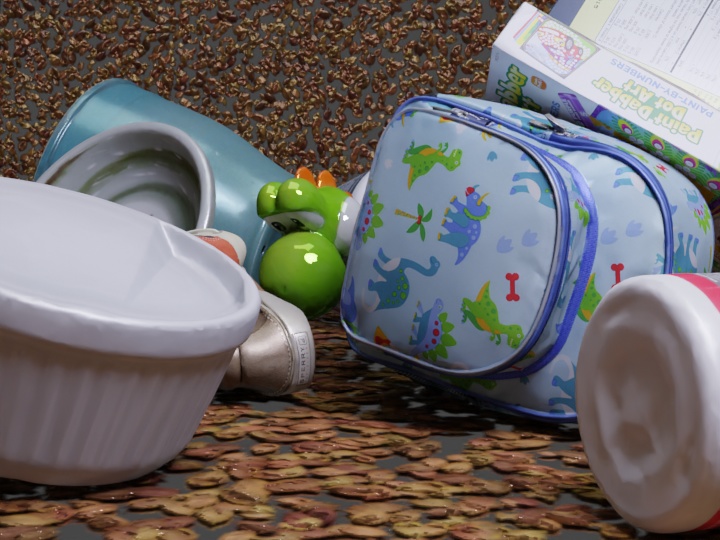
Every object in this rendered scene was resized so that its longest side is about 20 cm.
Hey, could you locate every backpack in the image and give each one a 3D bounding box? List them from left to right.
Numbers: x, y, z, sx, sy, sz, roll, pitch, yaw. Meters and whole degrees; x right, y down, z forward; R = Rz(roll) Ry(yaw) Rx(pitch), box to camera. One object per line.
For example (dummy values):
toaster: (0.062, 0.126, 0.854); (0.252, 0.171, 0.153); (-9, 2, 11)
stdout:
backpack: (0.094, -0.002, 0.770); (0.199, 0.184, 0.147); (18, 7, 29)

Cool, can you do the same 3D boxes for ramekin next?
ramekin: (-0.157, 0.028, 0.644); (0.201, 0.095, 0.202); (16, 14, -4)

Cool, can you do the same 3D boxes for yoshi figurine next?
yoshi figurine: (-0.008, 0.013, 0.923); (0.200, 0.112, 0.112); (36, 20, -42)

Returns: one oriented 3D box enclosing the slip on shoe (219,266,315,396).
slip on shoe: (-0.097, 0.041, 0.868); (0.060, 0.077, 0.200); (-8, 16, -26)

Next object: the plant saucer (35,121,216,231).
plant saucer: (-0.179, -0.013, 0.942); (0.199, 0.201, 0.050); (5, -25, 34)

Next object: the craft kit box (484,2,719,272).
craft kit box: (0.172, -0.063, 0.864); (0.197, 0.049, 0.200); (34, -20, 16)

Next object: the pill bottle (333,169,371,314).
pill bottle: (0.030, -0.030, 1.099); (0.119, 0.121, 0.200); (-2, -8, -24)

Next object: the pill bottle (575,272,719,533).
pill bottle: (0.208, 0.055, 0.586); (0.199, 0.112, 0.111); (-1, 6, -21)

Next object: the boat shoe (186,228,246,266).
boat shoe: (-0.160, 0.019, 0.835); (0.199, 0.071, 0.063); (-16, 24, 33)

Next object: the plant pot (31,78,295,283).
plant pot: (-0.145, -0.037, 1.079); (0.187, 0.201, 0.200); (19, 11, 15)

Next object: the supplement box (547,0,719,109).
supplement box: (0.227, -0.102, 0.959); (0.199, 0.135, 0.200); (27, -20, 17)
